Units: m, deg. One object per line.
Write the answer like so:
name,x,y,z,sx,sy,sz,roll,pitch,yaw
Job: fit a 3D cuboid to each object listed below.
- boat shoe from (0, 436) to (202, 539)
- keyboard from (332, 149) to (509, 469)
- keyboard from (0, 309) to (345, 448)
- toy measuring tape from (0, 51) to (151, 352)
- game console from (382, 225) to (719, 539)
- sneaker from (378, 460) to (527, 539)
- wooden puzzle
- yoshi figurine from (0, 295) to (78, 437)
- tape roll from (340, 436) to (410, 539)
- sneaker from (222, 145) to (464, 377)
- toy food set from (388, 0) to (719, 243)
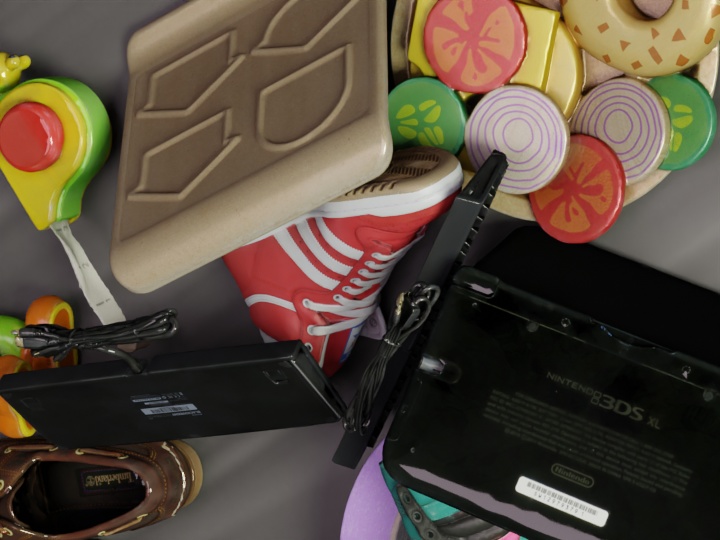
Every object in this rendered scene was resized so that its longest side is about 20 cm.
boat shoe,-0.199,0.138,1.416,0.199,0.070,0.071,-14,93,24
keyboard,0.029,0.033,1.255,0.021,0.127,0.201,29,125,8
keyboard,-0.119,0.059,1.300,0.199,0.127,0.021,-8,54,24
toy measuring tape,-0.167,-0.051,1.378,0.073,0.073,0.201,-34,84,22
game console,0.138,0.073,1.214,0.199,0.116,0.177,21,81,16
sneaker,0.043,0.157,1.243,0.200,0.084,0.121,-44,86,13
wooden puzzle,-0.056,-0.091,1.299,0.184,0.046,0.201,-26,43,23
yoshi figurine,-0.284,0.036,1.422,0.198,0.112,0.113,7,84,23
tape roll,0.091,0.164,1.307,0.199,0.066,0.202,3,97,22
sneaker,0.000,0.000,1.291,0.199,0.071,0.113,-11,103,50
toy food set,0.107,-0.120,1.271,0.199,0.049,0.200,14,102,19
